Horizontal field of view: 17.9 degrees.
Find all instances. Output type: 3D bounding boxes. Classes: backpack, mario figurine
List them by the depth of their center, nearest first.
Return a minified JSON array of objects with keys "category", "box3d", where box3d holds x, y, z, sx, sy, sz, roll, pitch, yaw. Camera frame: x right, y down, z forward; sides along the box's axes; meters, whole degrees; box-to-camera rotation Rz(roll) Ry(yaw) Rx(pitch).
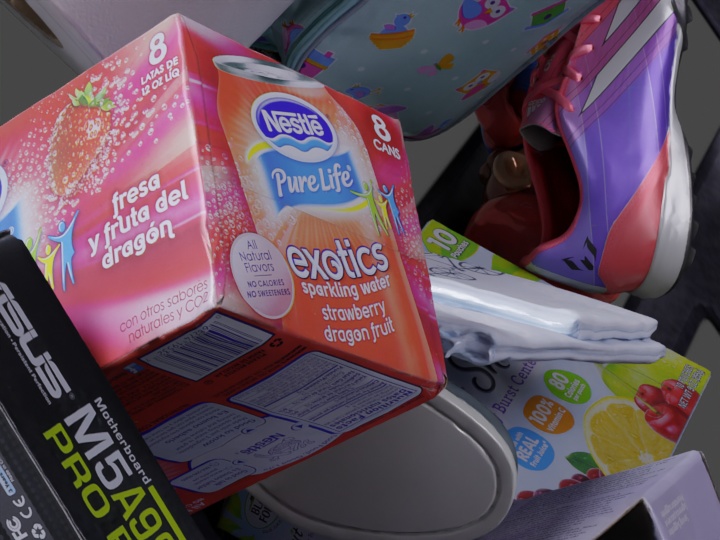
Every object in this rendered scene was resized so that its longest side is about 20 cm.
[{"category":"backpack","box3d":[0.007,-0.156,0.983,0.200,0.176,0.154,18,46,-42]},{"category":"mario figurine","box3d":[0.101,-0.071,1.107,0.123,0.106,0.200,11,50,-31]}]

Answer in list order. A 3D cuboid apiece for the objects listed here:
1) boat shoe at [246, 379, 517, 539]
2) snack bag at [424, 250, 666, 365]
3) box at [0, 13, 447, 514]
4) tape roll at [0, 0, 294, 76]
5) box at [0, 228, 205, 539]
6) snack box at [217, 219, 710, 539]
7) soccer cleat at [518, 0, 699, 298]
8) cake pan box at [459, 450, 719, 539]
[{"category":"boat shoe","box3d":[-0.032,0.036,0.776,0.062,0.199,0.073,-35,136,-58]},{"category":"snack bag","box3d":[0.000,0.000,0.843,0.200,0.188,0.021,4,102,-65]},{"category":"box","box3d":[-0.084,0.020,0.683,0.100,0.200,0.096,22,50,-45]},{"category":"tape roll","box3d":[-0.093,-0.164,0.793,0.203,0.139,0.203,43,-4,4]},{"category":"box","box3d":[-0.105,0.112,0.619,0.200,0.160,0.044,58,33,-1]},{"category":"snack box","box3d":[0.048,0.070,0.917,0.142,0.053,0.200,28,32,8]},{"category":"soccer cleat","box3d":[0.105,-0.087,1.022,0.073,0.068,0.201,5,73,-18]},{"category":"cake pan box","box3d":[0.007,0.125,0.727,0.184,0.200,0.052,-29,98,-59]}]
